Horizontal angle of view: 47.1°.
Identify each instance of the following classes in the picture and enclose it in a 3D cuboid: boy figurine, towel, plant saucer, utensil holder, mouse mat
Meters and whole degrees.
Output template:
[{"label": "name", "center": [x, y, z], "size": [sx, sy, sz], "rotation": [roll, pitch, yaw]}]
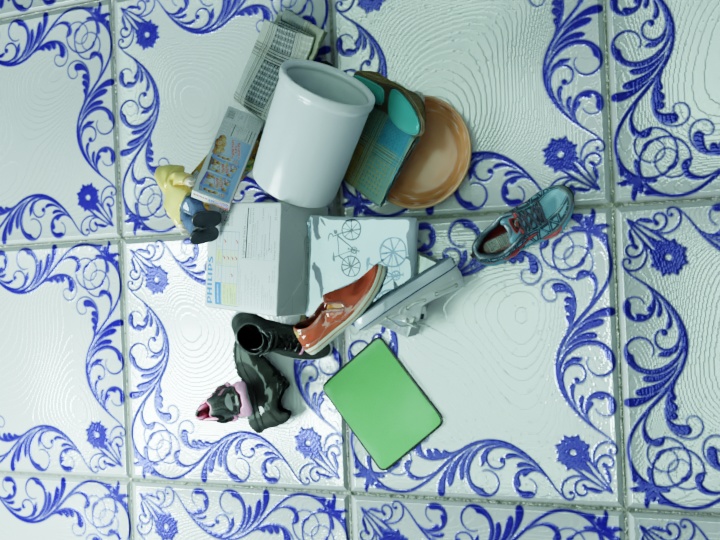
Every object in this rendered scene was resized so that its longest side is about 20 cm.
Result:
[{"label": "boy figurine", "center": [-0.326, -0.128, 1.530], "size": [0.200, 0.064, 0.125], "rotation": [49, 137, 41]}, {"label": "towel", "center": [0.007, -0.224, 1.484], "size": [0.200, 0.022, 0.148], "rotation": [40, 109, 34]}, {"label": "plant saucer", "center": [0.104, -0.210, 1.476], "size": [0.198, 0.037, 0.203], "rotation": [0, 90, 22]}, {"label": "utensil holder", "center": [-0.085, -0.234, 1.427], "size": [0.169, 0.170, 0.201], "rotation": [33, 122, 18]}, {"label": "towel", "center": [-0.156, -0.381, 1.531], "size": [0.192, 0.034, 0.201], "rotation": [40, 105, 49]}, {"label": "mouse mat", "center": [0.038, 0.246, 1.522], "size": [0.161, 0.008, 0.201], "rotation": [-42, 78, 17]}]

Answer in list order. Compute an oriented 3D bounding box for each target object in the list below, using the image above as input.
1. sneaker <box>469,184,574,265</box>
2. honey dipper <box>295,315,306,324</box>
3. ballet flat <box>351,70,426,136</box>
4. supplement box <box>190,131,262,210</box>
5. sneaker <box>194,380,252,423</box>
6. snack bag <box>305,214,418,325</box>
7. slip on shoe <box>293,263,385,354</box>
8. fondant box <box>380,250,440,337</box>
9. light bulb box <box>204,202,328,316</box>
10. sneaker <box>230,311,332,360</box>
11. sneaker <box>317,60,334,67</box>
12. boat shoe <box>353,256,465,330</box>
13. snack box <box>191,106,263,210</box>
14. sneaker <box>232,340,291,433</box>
[{"label": "sneaker", "center": [0.271, -0.070, 1.381], "size": [0.199, 0.095, 0.080], "rotation": [-38, 78, 17]}, {"label": "honey dipper", "center": [-0.087, 0.023, 1.556], "size": [0.038, 0.038, 0.202], "rotation": [22, 103, 19]}, {"label": "ballet flat", "center": [0.065, -0.297, 1.432], "size": [0.200, 0.072, 0.068], "rotation": [38, 136, 39]}, {"label": "supplement box", "center": [-0.265, -0.197, 1.604], "size": [0.069, 0.066, 0.200], "rotation": [47, 106, 14]}, {"label": "sneaker", "center": [-0.270, 0.255, 1.552], "size": [0.095, 0.200, 0.080], "rotation": [-17, 81, -25]}, {"label": "snack bag", "center": [0.000, 0.000, 1.442], "size": [0.197, 0.021, 0.191], "rotation": [2, 94, 5]}, {"label": "slip on shoe", "center": [-0.035, 0.058, 1.400], "size": [0.200, 0.074, 0.061], "rotation": [-43, 104, 11]}, {"label": "fondant box", "center": [0.032, 0.015, 1.495], "size": [0.198, 0.058, 0.146], "rotation": [24, 99, 20]}, {"label": "light bulb box", "center": [-0.173, -0.024, 1.509], "size": [0.199, 0.124, 0.201], "rotation": [5, 92, 41]}, {"label": "sneaker", "center": [-0.147, 0.133, 1.514], "size": [0.198, 0.099, 0.071], "rotation": [18, 102, -7]}, {"label": "sneaker", "center": [-0.108, -0.299, 1.536], "size": [0.073, 0.080, 0.201], "rotation": [33, 100, 19]}, {"label": "boat shoe", "center": [0.089, 0.064, 1.396], "size": [0.201, 0.075, 0.087], "rotation": [-32, 94, -3]}, {"label": "snack box", "center": [-0.239, -0.206, 1.496], "size": [0.071, 0.024, 0.202], "rotation": [21, 60, -8]}, {"label": "sneaker", "center": [-0.185, 0.204, 1.582], "size": [0.090, 0.076, 0.202], "rotation": [-15, 92, 11]}]
